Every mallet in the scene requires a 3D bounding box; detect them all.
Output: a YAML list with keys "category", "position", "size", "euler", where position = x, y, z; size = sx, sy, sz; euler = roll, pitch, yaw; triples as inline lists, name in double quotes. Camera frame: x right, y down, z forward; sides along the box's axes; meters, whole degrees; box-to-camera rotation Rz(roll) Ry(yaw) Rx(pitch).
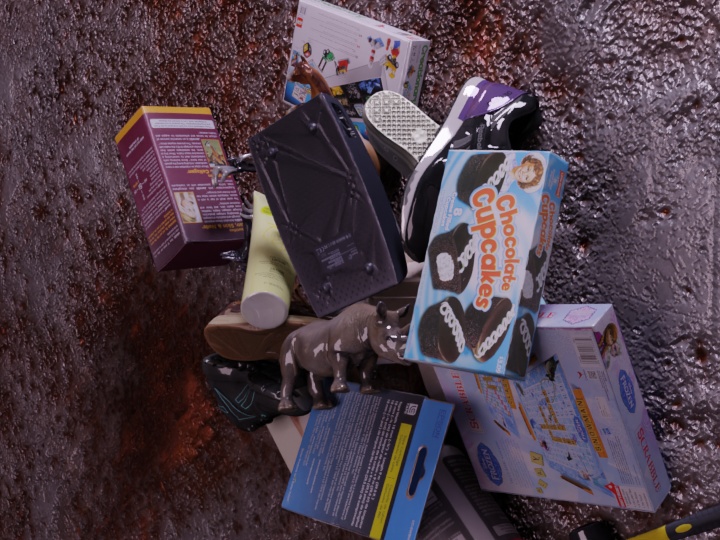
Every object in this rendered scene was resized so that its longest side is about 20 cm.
- category: "mallet"
  position: [0.279, 0.251, 1.084]
  size: [0.200, 0.041, 0.066]
  euler: [-24, 76, 43]

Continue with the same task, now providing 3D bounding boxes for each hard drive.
- category: "hard drive"
  position: [-0.030, -0.065, 1.198]
  size: [0.135, 0.042, 0.201]
  euler: [-25, 86, 43]

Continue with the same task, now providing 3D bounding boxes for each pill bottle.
- category: "pill bottle"
  position: [0.084, 0.254, 1.243]
  size: [0.200, 0.110, 0.111]
  euler: [55, 130, 29]

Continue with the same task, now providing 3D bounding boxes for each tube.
- category: "tube"
  position: [-0.095, -0.019, 1.310]
  size: [0.052, 0.200, 0.058]
  euler: [-17, 123, 16]

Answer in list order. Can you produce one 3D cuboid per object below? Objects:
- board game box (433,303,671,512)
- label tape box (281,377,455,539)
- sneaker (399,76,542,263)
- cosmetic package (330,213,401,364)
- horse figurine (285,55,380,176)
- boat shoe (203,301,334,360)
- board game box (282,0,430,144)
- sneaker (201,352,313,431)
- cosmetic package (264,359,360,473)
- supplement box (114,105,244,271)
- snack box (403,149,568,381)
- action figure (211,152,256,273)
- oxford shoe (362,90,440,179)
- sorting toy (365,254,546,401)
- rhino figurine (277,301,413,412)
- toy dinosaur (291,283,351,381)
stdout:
- category: "board game box"
  position: [0.170, 0.125, 1.115]
  size: [0.199, 0.041, 0.201]
  euler: [-1, 119, 43]
- category: "label tape box"
  position: [0.023, 0.194, 1.190]
  size: [0.199, 0.063, 0.145]
  euler: [6, 75, 48]
- category: "sneaker"
  position: [0.109, -0.095, 1.157]
  size: [0.087, 0.076, 0.201]
  euler: [19, 77, 30]
- category: "cosmetic package"
  position: [0.000, 0.000, 1.295]
  size: [0.101, 0.071, 0.201]
  euler: [-10, 106, 48]
- category: "horse figurine"
  position: [-0.029, -0.134, 1.335]
  size: [0.201, 0.050, 0.132]
  euler: [60, 151, 1]
- category: "boat shoe"
  position: [-0.075, 0.060, 1.305]
  size: [0.199, 0.072, 0.072]
  euler: [-1, 128, 31]
- category: "board game box"
  position: [-0.009, -0.224, 1.355]
  size: [0.200, 0.034, 0.127]
  euler: [31, 118, 42]
- category: "sneaker"
  position: [-0.106, 0.141, 1.338]
  size: [0.200, 0.075, 0.080]
  euler: [12, 113, 55]
- category: "cosmetic package"
  position: [-0.043, 0.171, 1.385]
  size: [0.087, 0.103, 0.200]
  euler: [-53, 58, 38]
- category: "supplement box"
  position: [-0.231, -0.108, 1.560]
  size: [0.086, 0.110, 0.201]
  euler: [-37, 67, 44]
- category: "snack box"
  position: [0.112, -0.008, 1.071]
  size: [0.116, 0.037, 0.201]
  euler: [6, 80, 43]
- category: "action figure"
  position: [-0.119, -0.091, 1.446]
  size: [0.119, 0.102, 0.201]
  euler: [43, 126, 51]
- category: "oxford shoe"
  position: [0.078, -0.108, 1.245]
  size: [0.200, 0.075, 0.058]
  euler: [45, 164, 16]
- category: "sorting toy"
  position: [0.115, 0.066, 1.208]
  size: [0.199, 0.107, 0.181]
  euler: [0, 104, 43]
- category: "rhino figurine"
  position: [-0.010, 0.079, 1.175]
  size: [0.200, 0.060, 0.088]
  euler: [-23, 64, 42]
- category: "toy dinosaur"
  position: [-0.048, 0.074, 1.375]
  size: [0.200, 0.106, 0.060]
  euler: [41, 166, 17]
